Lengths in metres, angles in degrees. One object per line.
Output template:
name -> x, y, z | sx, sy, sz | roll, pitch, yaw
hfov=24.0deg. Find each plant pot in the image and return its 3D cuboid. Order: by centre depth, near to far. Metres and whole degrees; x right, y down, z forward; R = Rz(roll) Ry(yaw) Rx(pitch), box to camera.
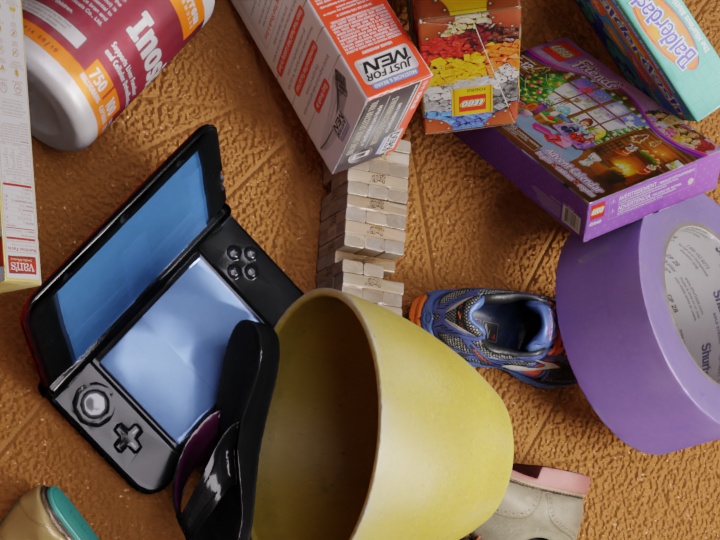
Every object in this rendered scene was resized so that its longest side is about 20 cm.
plant pot -> 0.022, 0.121, 1.181 | 0.141, 0.199, 0.203 | 9, 76, -29

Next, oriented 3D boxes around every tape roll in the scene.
tape roll -> 0.249, 0.040, 1.354 | 0.199, 0.085, 0.202 | 23, 56, -40

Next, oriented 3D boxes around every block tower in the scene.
block tower -> 0.000, 0.000, 1.307 | 0.053, 0.058, 0.202 | 9, 75, -22

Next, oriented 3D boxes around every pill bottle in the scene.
pill bottle -> -0.179, -0.192, 1.231 | 0.113, 0.113, 0.200 | 44, 67, -11

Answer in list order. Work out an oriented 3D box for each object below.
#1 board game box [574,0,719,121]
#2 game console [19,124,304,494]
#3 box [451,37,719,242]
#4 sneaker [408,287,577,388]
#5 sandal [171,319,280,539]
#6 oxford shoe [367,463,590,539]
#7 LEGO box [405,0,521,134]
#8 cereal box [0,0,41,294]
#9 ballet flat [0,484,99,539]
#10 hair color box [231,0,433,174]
board game box -> 0.228, -0.196, 1.371 | 0.045, 0.200, 0.153 | -34, 95, 3
game console -> -0.129, 0.031, 1.207 | 0.173, 0.119, 0.200 | 47, 66, -9
box -> 0.169, -0.109, 1.342 | 0.136, 0.200, 0.039 | -21, 133, -27
sneaker -> 0.137, 0.052, 1.342 | 0.198, 0.078, 0.076 | 3, 80, -30
sandal -> -0.105, 0.134, 1.209 | 0.048, 0.075, 0.203 | 11, 88, -30
oxford shoe -> 0.088, 0.183, 1.305 | 0.198, 0.070, 0.076 | 9, 83, -21
LEGO box -> 0.071, -0.232, 1.294 | 0.076, 0.149, 0.202 | -7, 62, 0
cereal box -> -0.283, -0.078, 1.148 | 0.039, 0.143, 0.203 | 6, 77, -55
ballet flat -> -0.179, 0.239, 1.186 | 0.063, 0.069, 0.200 | -39, 95, 3
hair color box -> -0.032, -0.188, 1.269 | 0.063, 0.111, 0.201 | -22, 72, -24
